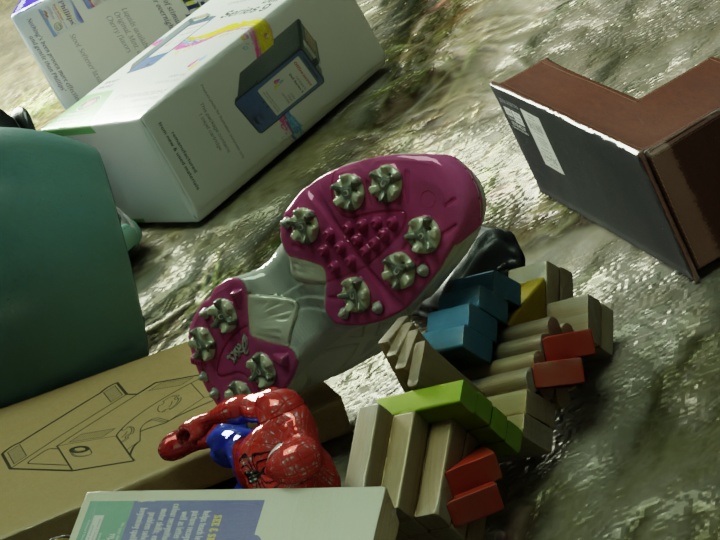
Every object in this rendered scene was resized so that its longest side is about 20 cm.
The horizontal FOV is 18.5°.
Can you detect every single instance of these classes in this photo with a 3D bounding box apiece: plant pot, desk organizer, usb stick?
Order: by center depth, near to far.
[{"bbox_3d":[0.145,-0.067,1.118,0.077,0.072,0.200,-30,21,-8],"label":"desk organizer"},{"bbox_3d":[0.033,-0.003,1.137,0.056,0.033,0.200,-57,17,-5],"label":"usb stick"},{"bbox_3d":[-0.211,0.008,1.255,0.160,0.201,0.201,-15,19,-8],"label":"plant pot"}]

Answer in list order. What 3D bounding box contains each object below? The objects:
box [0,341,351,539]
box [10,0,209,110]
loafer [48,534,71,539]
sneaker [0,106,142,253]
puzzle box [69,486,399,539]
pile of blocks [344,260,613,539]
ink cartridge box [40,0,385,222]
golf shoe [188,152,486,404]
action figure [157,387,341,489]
[{"bbox_3d":[-0.121,0.085,1.127,0.199,0.021,0.163,-20,19,-14],"label":"box"},{"bbox_3d":[-0.181,-0.249,1.916,0.199,0.105,0.184,-24,22,14],"label":"box"},{"bbox_3d":[-0.070,0.150,0.903,0.200,0.072,0.073,-4,31,48],"label":"loafer"},{"bbox_3d":[-0.231,-0.062,1.502,0.078,0.140,0.200,-38,22,-22],"label":"sneaker"},{"bbox_3d":[-0.067,0.165,0.817,0.132,0.025,0.200,-3,45,20],"label":"puzzle box"},{"bbox_3d":[0.061,0.044,0.960,0.062,0.082,0.200,-15,25,35],"label":"pile of blocks"},{"bbox_3d":[-0.102,-0.123,1.550,0.200,0.088,0.145,-40,22,-29],"label":"ink cartridge box"},{"bbox_3d":[0.000,0.000,1.041,0.091,0.076,0.200,-14,-16,-46],"label":"golf shoe"},{"bbox_3d":[-0.048,0.087,0.957,0.052,0.066,0.200,-21,-3,-19],"label":"action figure"}]
